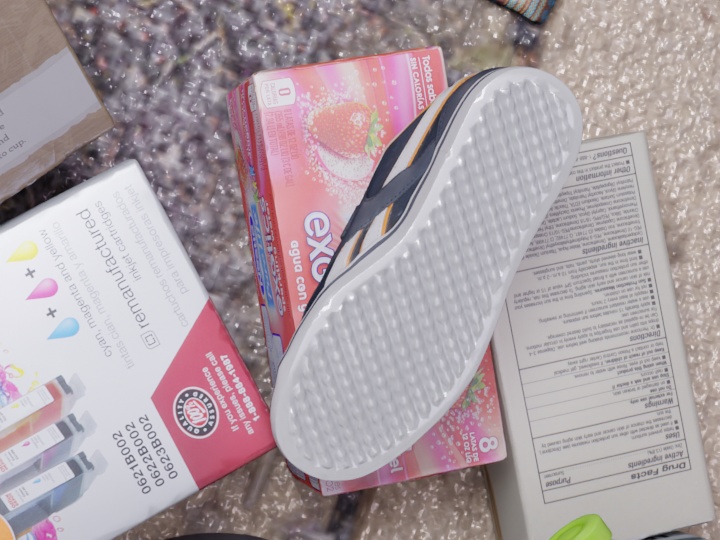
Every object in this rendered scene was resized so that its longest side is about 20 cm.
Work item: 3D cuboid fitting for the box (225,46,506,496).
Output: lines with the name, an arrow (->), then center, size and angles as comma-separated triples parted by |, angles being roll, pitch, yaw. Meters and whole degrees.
box -> 0.000, 0.000, 0.909 | 0.094, 0.103, 0.202 | -10, 91, -12

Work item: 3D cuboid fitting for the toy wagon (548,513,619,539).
toy wagon -> 0.121, 0.176, 0.764 | 0.200, 0.040, 0.156 | -39, 95, -11

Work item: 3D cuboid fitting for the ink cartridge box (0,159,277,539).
ink cartridge box -> -0.162, 0.059, 0.854 | 0.199, 0.145, 0.146 | -29, 96, -9

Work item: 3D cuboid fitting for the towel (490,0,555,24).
towel -> 0.074, -0.246, 0.943 | 0.146, 0.022, 0.201 | 23, 95, -14

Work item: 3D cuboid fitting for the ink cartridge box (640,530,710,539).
ink cartridge box -> 0.115, 0.182, 0.885 | 0.146, 0.200, 0.084 | -11, 89, -12

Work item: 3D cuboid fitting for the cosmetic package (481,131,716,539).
cosmetic package -> 0.106, 0.037, 0.945 | 0.104, 0.071, 0.202 | -10, 92, -12

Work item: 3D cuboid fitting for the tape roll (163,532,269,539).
tape roll -> -0.071, 0.234, 0.915 | 0.199, 0.066, 0.202 | 0, 91, -11

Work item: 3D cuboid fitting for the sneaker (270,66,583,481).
sneaker -> 0.026, 0.001, 0.825 | 0.078, 0.079, 0.201 | 35, 87, -15

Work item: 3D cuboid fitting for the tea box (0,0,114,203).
tea box -> -0.248, -0.097, 0.793 | 0.199, 0.197, 0.134 | -34, 135, -8
